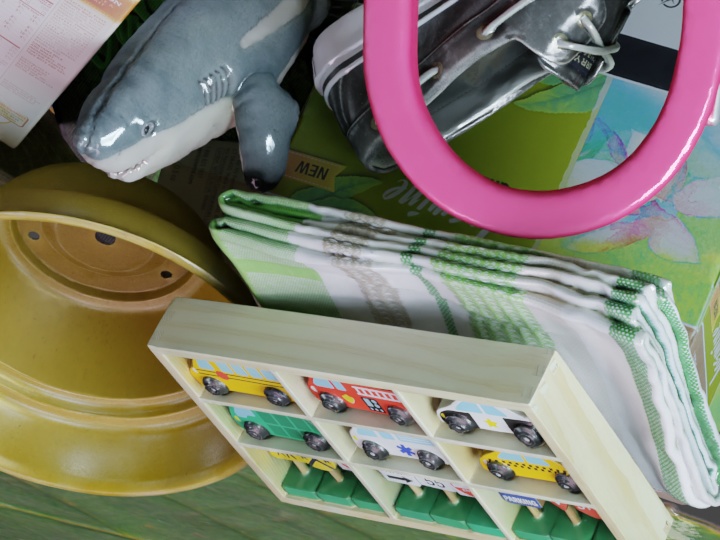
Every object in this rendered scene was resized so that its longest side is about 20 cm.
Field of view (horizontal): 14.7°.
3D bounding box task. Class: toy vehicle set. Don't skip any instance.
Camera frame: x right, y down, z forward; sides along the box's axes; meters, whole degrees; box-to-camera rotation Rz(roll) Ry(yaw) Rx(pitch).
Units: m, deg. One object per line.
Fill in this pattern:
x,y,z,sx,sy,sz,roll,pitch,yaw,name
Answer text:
0.019,0.067,1.160,0.199,0.027,0.124,7,148,38,toy vehicle set

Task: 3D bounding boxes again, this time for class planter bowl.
-0.124,0.011,1.277,0.199,0.084,0.201,7,141,6,planter bowl

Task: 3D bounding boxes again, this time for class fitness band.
0.072,-0.113,1.086,0.143,0.201,0.037,3,-179,8,fitness band

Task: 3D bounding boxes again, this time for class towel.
0.044,0.036,1.133,0.199,0.031,0.149,12,148,27,towel

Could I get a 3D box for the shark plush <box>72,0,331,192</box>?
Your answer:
-0.046,-0.120,1.162,0.091,0.200,0.083,36,179,37,shark plush

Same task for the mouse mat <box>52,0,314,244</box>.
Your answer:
-0.085,-0.071,1.393,0.160,0.008,0.201,10,136,23,mouse mat

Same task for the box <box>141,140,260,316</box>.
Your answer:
0.000,0.000,1.357,0.199,0.078,0.095,4,134,9,box

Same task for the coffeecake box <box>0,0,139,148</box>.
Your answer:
-0.118,-0.160,1.213,0.073,0.154,0.200,33,155,-11,coffeecake box

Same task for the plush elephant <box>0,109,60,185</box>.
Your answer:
-0.217,-0.080,1.507,0.165,0.154,0.201,-89,-21,-75,plush elephant

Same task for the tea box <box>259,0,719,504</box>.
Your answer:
0.083,-0.034,1.228,0.199,0.197,0.134,17,155,17,tea box

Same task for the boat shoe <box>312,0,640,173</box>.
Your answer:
0.076,-0.103,1.140,0.199,0.071,0.072,-30,156,18,boat shoe

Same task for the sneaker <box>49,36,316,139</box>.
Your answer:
-0.076,-0.106,1.415,0.199,0.075,0.088,12,138,20,sneaker

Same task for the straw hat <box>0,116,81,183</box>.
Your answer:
-0.231,-0.067,1.353,0.201,0.085,0.201,41,-171,-7,straw hat
